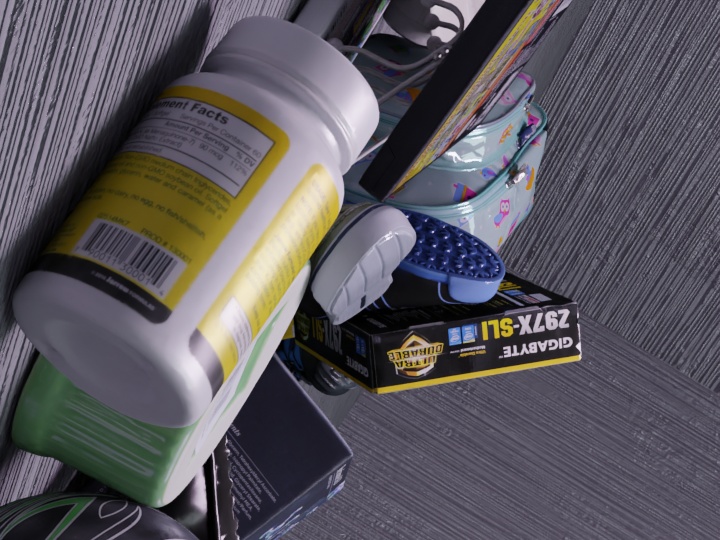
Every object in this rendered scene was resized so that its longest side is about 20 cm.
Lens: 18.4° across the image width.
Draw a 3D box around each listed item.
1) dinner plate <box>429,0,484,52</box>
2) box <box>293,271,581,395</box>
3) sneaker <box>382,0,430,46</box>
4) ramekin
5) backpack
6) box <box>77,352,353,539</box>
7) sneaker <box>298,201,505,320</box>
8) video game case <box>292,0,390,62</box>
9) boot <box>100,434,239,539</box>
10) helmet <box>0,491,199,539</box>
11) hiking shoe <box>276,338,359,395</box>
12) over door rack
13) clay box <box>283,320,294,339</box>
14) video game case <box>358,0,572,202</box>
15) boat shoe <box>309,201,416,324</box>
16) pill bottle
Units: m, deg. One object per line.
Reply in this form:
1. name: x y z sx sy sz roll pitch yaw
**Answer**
1. dinner plate: 0.090 -0.246 1.618 0.200 0.024 0.200 11 90 -75
2. box: 0.051 0.039 1.648 0.200 0.160 0.049 -154 -121 -69
3. sneaker: 0.087 -0.237 1.752 0.085 0.073 0.200 -58 174 27
4. ramekin: -0.113 0.044 1.330 0.200 0.098 0.200 -58 175 -8
5. backpack: 0.040 -0.079 1.680 0.200 0.176 0.153 -57 160 -45
6. box: -0.117 0.171 1.683 0.200 0.107 0.148 -38 170 -12
7. sneaker: 0.000 0.000 1.581 0.070 0.200 0.078 -71 174 -54
8. video game case: -0.004 -0.184 1.482 0.200 0.023 0.182 -59 175 -8
9. boot: -0.171 0.158 1.529 0.158 0.211 0.079 -9 177 -27
10. helmet: -0.169 0.224 1.318 0.200 0.200 0.191 108 4 -69
11. hiking shoe: -0.051 0.074 1.927 0.087 0.074 0.200 -39 -162 4
12. over door rack: -0.013 -0.097 1.465 0.200 0.067 0.148 -46 173 -1
13. clay box: -0.018 0.008 1.859 0.115 0.200 0.048 -51 126 -57
14. video game case: 0.090 -0.147 1.433 0.200 0.025 0.181 -53 174 29
15. boat shoe: -0.014 -0.012 1.406 0.072 0.062 0.200 -38 174 -12
16. pill bottle: -0.079 -0.028 1.147 0.200 0.114 0.114 -56 174 -24
